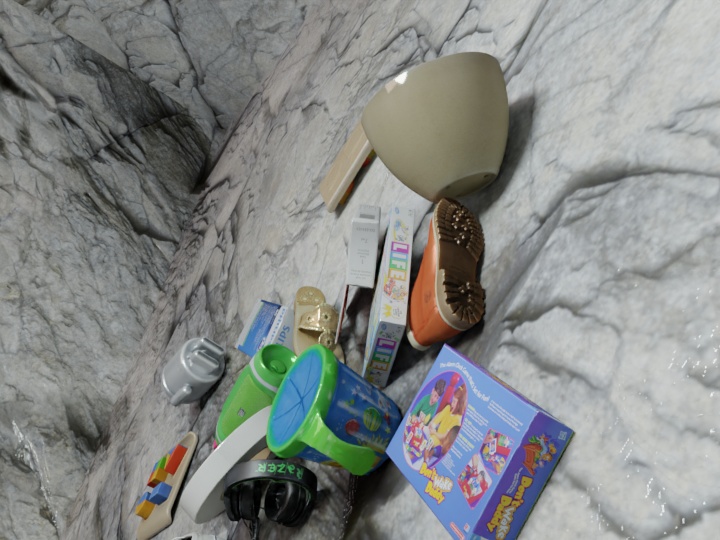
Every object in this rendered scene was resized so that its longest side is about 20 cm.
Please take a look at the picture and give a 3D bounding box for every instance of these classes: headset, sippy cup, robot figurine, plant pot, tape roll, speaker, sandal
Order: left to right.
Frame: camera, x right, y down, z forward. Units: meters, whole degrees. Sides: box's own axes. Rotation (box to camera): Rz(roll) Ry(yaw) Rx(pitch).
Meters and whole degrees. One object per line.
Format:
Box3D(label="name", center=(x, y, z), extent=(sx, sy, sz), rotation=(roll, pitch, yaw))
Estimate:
Box3D(label="robot figurine", center=(-0.386, 0.232, 1.703), extent=(0.200, 0.112, 0.171), rotation=(-44, 17, 38))
Box3D(label="tape roll", center=(-0.179, 0.287, 1.100), extent=(0.203, 0.037, 0.204), rotation=(-45, -17, -17))
Box3D(label="speaker", center=(-0.166, 0.212, 1.190), extent=(0.201, 0.087, 0.089), rotation=(-59, 19, 32))
Box3D(label="headset", center=(-0.128, 0.319, 0.995), extent=(0.201, 0.121, 0.095), rotation=(116, 160, -50))
Box3D(label="sandal", center=(-0.067, 0.073, 1.153), extent=(0.213, 0.076, 0.071), rotation=(-109, 27, -54))
Box3D(label="sippy cup", center=(-0.027, 0.179, 0.899), extent=(0.140, 0.129, 0.180), rotation=(-44, 26, 40))
Box3D(label="plant pot", center=(0.113, -0.168, 0.971), extent=(0.200, 0.198, 0.137), rotation=(-35, 69, 50))

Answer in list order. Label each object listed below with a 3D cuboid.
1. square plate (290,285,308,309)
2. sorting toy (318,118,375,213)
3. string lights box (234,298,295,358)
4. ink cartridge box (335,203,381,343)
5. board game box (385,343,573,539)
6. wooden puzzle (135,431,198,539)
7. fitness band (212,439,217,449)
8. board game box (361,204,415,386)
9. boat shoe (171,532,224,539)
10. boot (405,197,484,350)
Box3D(label="square plate", center=(-0.133, 0.155, 1.325), extent=(0.199, 0.028, 0.201), rotation=(-54, 22, 22))
Box3D(label="sorting toy", center=(-0.021, -0.219, 1.530), extent=(0.187, 0.036, 0.200), rotation=(-57, 17, 13))
Box3D(label="string lights box", center=(-0.155, 0.114, 1.306), extent=(0.104, 0.058, 0.199), rotation=(-64, 21, -7))
Box3D(label="ink cartridge box", center=(0.000, 0.000, 1.109), extent=(0.200, 0.044, 0.180), rotation=(-78, -5, -79))
Box3D(label="board game box", center=(0.105, 0.167, 0.722), extent=(0.136, 0.044, 0.200), rotation=(-61, 21, 2))
Box3D(label="wooden puzzle", center=(-0.430, 0.465, 1.608), extent=(0.185, 0.046, 0.203), rotation=(-41, 29, 43))
Box3D(label="fitness band", center=(-0.240, 0.352, 1.318), extent=(0.200, 0.037, 0.145), rotation=(-44, 27, 42))
Box3D(label="board game box", center=(0.038, 0.032, 0.992), extent=(0.136, 0.034, 0.202), rotation=(103, 177, -48))
Box3D(label="boat shoe", center=(-0.298, 0.480, 1.248), extent=(0.199, 0.065, 0.073), rotation=(-35, 33, 50))
Box3D(label="boot", center=(0.096, 0.002, 0.921), extent=(0.107, 0.074, 0.203), rotation=(-46, 26, 46))
